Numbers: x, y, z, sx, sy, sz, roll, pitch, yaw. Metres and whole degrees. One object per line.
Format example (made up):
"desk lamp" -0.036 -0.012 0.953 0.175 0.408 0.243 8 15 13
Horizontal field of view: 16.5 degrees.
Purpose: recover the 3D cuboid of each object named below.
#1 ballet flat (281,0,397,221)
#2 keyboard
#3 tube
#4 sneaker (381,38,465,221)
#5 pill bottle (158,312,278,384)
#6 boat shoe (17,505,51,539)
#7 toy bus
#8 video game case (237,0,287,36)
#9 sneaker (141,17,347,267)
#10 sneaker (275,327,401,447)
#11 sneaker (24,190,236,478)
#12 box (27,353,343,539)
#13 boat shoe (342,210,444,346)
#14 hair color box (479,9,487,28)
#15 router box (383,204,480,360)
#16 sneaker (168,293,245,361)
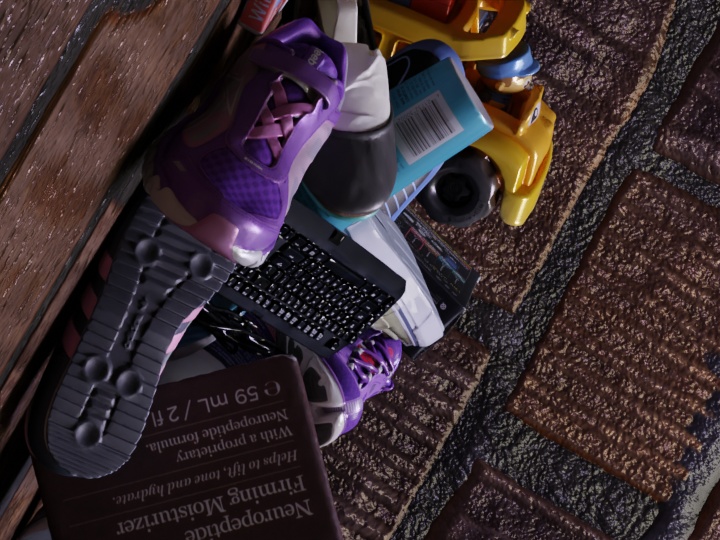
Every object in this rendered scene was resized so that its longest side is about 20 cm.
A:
"ballet flat" -0.017 -0.118 1.444 0.200 0.068 0.069 -102 -162 -45
"keyboard" -0.045 0.018 1.471 0.104 0.040 0.200 -39 147 11
"tube" -0.017 -0.055 1.489 0.200 0.078 0.050 -31 158 8
"sneaker" 0.000 -0.062 1.639 0.200 0.070 0.078 -61 164 17
"pill bottle" -0.121 0.084 1.687 0.111 0.111 0.200 -61 179 25
"boat shoe" -0.145 0.166 1.762 0.201 0.075 0.086 -19 -155 17
"toy bus" 0.056 -0.151 1.716 0.136 0.200 0.192 -62 174 -61
"video game case" -0.001 -0.234 1.320 0.143 0.017 0.200 -59 178 -44
"sneaker" -0.051 -0.076 1.302 0.088 0.080 0.200 -47 -169 26
"sneaker" -0.012 0.061 1.643 0.200 0.083 0.081 -104 -176 -79
"sneaker" -0.129 0.020 1.366 0.200 0.070 0.082 -60 -160 -16
"box" -0.094 0.170 1.483 0.164 0.165 0.201 114 -38 -81
"boat shoe" 0.000 0.000 1.598 0.062 0.072 0.200 -26 150 7
"hair color box" 0.028 -0.177 1.968 0.061 0.100 0.200 -62 179 26
"router box" 0.001 -0.030 1.953 0.062 0.200 0.150 -45 -179 13
"sneaker" -0.095 -0.006 1.566 0.200 0.076 0.081 -56 180 -43
